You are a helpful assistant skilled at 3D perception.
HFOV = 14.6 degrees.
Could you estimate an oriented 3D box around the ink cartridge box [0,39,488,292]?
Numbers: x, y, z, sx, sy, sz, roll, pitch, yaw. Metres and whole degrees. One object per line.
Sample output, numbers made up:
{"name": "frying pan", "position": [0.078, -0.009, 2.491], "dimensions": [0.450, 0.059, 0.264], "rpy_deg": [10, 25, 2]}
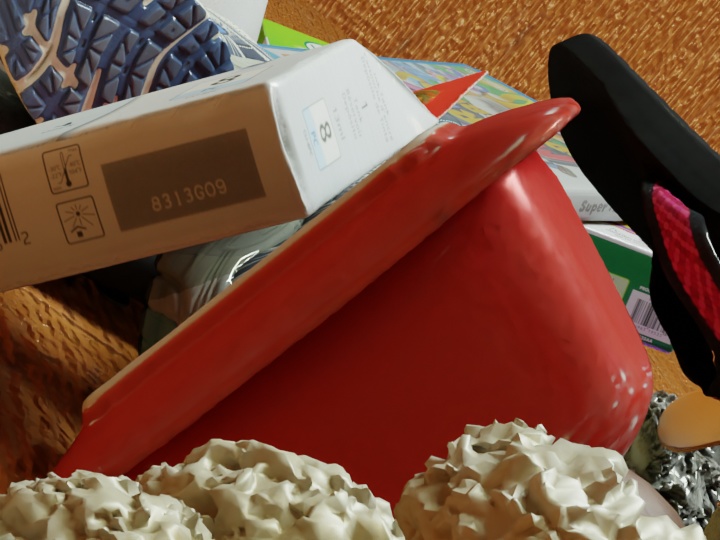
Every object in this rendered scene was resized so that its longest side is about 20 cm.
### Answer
{"name": "ink cartridge box", "position": [-0.060, -0.044, 0.935], "dimensions": [0.200, 0.159, 0.048], "rpy_deg": [-42, 115, -65]}

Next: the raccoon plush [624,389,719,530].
{"name": "raccoon plush", "position": [0.128, 0.139, 1.025], "dimensions": [0.200, 0.134, 0.097], "rpy_deg": [41, 8, 11]}

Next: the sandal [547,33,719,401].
{"name": "sandal", "position": [0.106, 0.001, 0.880], "dimensions": [0.200, 0.045, 0.075], "rpy_deg": [49, -23, 38]}

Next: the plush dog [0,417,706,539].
{"name": "plush dog", "position": [-0.048, 0.097, 0.565], "dimensions": [0.171, 0.161, 0.200], "rpy_deg": [21, -13, -24]}

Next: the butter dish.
{"name": "butter dish", "position": [0.019, 0.052, 0.848], "dimensions": [0.148, 0.199, 0.200], "rpy_deg": [51, 6, 0]}

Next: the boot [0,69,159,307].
{"name": "boot", "position": [-0.079, -0.004, 1.100], "dimensions": [0.200, 0.066, 0.165], "rpy_deg": [36, 2, -40]}

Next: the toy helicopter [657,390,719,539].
{"name": "toy helicopter", "position": [0.191, 0.049, 0.954], "dimensions": [0.132, 0.200, 0.079], "rpy_deg": [35, 16, -32]}

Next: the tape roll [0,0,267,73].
{"name": "tape roll", "position": [-0.131, -0.158, 1.213], "dimensions": [0.201, 0.140, 0.203], "rpy_deg": [14, 14, -4]}

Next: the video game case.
{"name": "video game case", "position": [0.050, -0.059, 1.235], "dimensions": [0.143, 0.018, 0.200], "rpy_deg": [31, 16, 27]}

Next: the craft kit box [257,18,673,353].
{"name": "craft kit box", "position": [0.043, -0.042, 1.285], "dimensions": [0.199, 0.049, 0.198], "rpy_deg": [20, 12, -12]}

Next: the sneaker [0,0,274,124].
{"name": "sneaker", "position": [-0.086, -0.079, 1.095], "dimensions": [0.085, 0.077, 0.200], "rpy_deg": [41, 5, 40]}

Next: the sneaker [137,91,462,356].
{"name": "sneaker", "position": [0.000, 0.000, 1.037], "dimensions": [0.086, 0.078, 0.200], "rpy_deg": [24, 35, 17]}
